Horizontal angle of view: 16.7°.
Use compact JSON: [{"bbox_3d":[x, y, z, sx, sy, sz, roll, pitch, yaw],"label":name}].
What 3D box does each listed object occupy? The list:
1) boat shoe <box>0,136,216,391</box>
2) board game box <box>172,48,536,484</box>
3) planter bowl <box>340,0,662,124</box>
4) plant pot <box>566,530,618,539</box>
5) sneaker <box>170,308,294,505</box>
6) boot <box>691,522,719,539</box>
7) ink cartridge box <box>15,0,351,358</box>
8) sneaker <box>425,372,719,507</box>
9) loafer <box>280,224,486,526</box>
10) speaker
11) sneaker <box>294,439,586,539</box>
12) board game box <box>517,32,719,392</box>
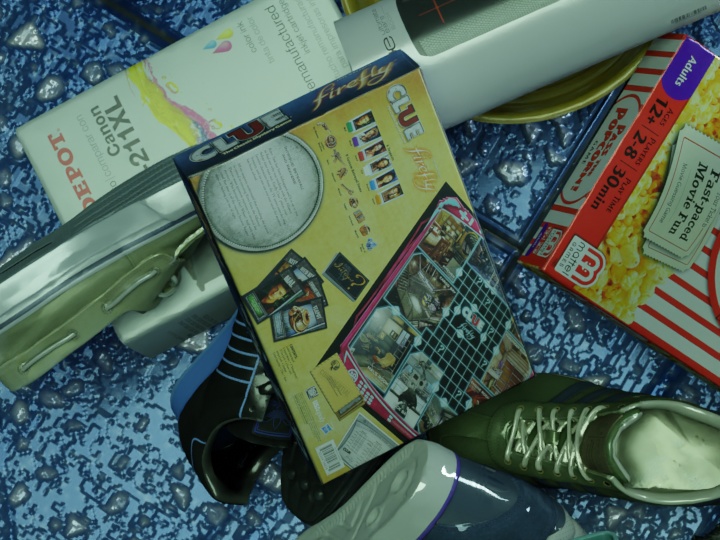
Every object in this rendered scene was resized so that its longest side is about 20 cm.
[{"bbox_3d":[-0.130,-0.007,1.352,0.200,0.072,0.062,-31,106,7],"label":"boat shoe"},{"bbox_3d":[0.000,0.000,1.304,0.135,0.035,0.200,-26,118,-8],"label":"board game box"},{"bbox_3d":[0.089,-0.175,1.413,0.200,0.083,0.201,-1,82,7],"label":"planter bowl"},{"bbox_3d":[0.098,0.271,1.296,0.141,0.141,0.200,-15,126,5],"label":"plant pot"},{"bbox_3d":[-0.042,0.044,1.363,0.200,0.070,0.078,-60,38,34],"label":"sneaker"},{"bbox_3d":[0.280,0.205,1.352,0.198,0.073,0.163,-12,76,4],"label":"boot"},{"bbox_3d":[-0.076,-0.059,1.419,0.200,0.083,0.146,-28,81,2],"label":"ink cartridge box"},{"bbox_3d":[0.133,0.092,1.370,0.200,0.090,0.067,8,85,8],"label":"sneaker"},{"bbox_3d":[0.017,0.057,1.401,0.068,0.070,0.201,33,104,36],"label":"loafer"},{"bbox_3d":[0.088,-0.137,1.326,0.200,0.081,0.081,-23,81,4],"label":"speaker"},{"bbox_3d":[0.040,0.189,1.376,0.146,0.081,0.200,30,123,-20],"label":"sneaker"},{"bbox_3d":[0.210,-0.015,1.358,0.200,0.046,0.152,32,88,-16],"label":"board game box"}]
